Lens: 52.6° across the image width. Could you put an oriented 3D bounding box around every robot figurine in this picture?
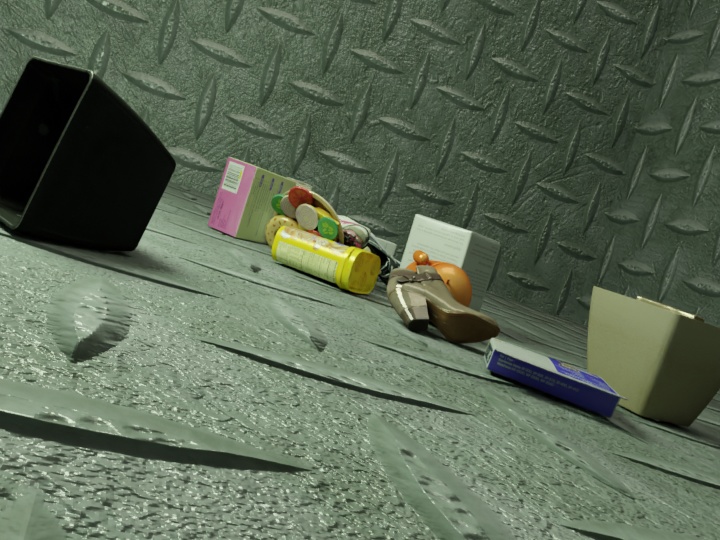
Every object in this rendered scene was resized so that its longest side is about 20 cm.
[{"bbox_3d":[0.146,0.038,1.449,0.114,0.148,0.199,6,2,-23],"label":"robot figurine"}]

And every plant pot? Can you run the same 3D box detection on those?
[{"bbox_3d":[0.511,0.156,1.273,0.196,0.182,0.199,16,4,-28],"label":"plant pot"},{"bbox_3d":[-0.367,-0.134,0.958,0.197,0.204,0.176,22,-6,40],"label":"plant pot"}]

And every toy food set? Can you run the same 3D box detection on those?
[{"bbox_3d":[-0.125,-0.095,1.658,0.197,0.201,0.049,31,40,14],"label":"toy food set"}]

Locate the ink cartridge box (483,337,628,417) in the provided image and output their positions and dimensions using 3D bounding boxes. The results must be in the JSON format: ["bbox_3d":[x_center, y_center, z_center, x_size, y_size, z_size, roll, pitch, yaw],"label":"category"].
[{"bbox_3d":[0.286,0.161,1.103,0.193,0.045,0.200,20,2,8],"label":"ink cartridge box"}]

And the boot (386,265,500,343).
[{"bbox_3d":[0.143,0.052,1.304,0.194,0.071,0.148,10,37,-16],"label":"boot"}]

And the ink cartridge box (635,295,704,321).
[{"bbox_3d":[0.757,0.188,1.856,0.074,0.205,0.163,15,5,-45],"label":"ink cartridge box"}]

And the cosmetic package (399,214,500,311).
[{"bbox_3d":[0.201,-0.002,1.703,0.162,0.205,0.163,21,5,36],"label":"cosmetic package"}]

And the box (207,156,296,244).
[{"bbox_3d":[-0.273,-0.172,1.855,0.095,0.181,0.199,20,5,25],"label":"box"}]

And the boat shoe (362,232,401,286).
[{"bbox_3d":[0.061,-0.012,1.825,0.201,0.071,0.068,50,14,-15],"label":"boat shoe"}]

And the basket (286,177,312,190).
[{"bbox_3d":[-0.300,-0.296,3.246,0.132,0.205,0.124,17,10,-12],"label":"basket"}]

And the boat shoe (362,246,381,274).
[{"bbox_3d":[0.000,0.000,1.709,0.069,0.074,0.200,52,-10,-1],"label":"boat shoe"}]

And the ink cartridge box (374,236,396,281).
[{"bbox_3d":[-0.004,-0.047,1.974,0.196,0.112,0.050,16,4,-33],"label":"ink cartridge box"}]

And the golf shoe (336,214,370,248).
[{"bbox_3d":[-0.069,-0.095,1.714,0.196,0.074,0.092,21,35,20],"label":"golf shoe"}]

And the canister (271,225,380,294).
[{"bbox_3d":[-0.074,-0.025,1.540,0.196,0.089,0.148,20,3,24],"label":"canister"}]
